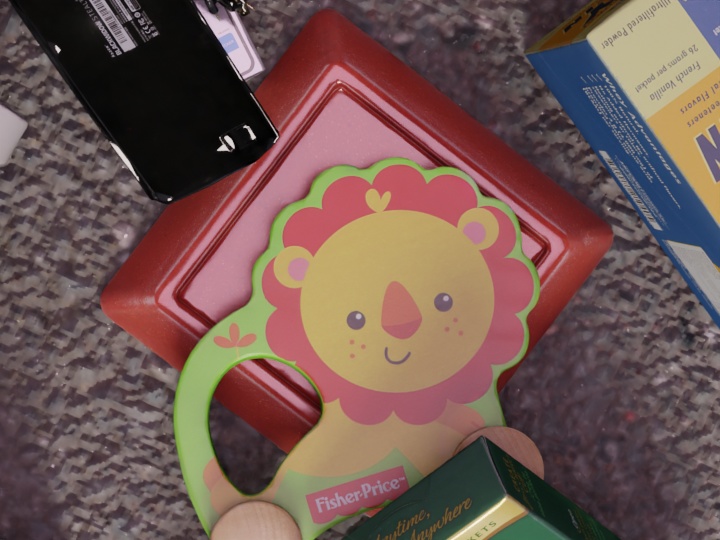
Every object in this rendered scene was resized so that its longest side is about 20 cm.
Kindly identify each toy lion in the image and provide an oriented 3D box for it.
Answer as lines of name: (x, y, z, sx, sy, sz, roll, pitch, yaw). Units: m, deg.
toy lion: (-0.002, 0.046, 1.284, 0.199, 0.069, 0.192, -18, 87, -3)

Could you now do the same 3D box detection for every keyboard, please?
keyboard: (-0.102, -0.130, 1.184, 0.104, 0.040, 0.200, -23, 119, 18)

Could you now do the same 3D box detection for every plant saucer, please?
plant saucer: (0.000, 0.000, 1.326, 0.199, 0.037, 0.200, 38, 90, -5)

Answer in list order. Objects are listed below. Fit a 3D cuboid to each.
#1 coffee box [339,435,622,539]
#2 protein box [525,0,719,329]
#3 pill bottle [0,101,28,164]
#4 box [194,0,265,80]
coffee box: (0.075, 0.169, 1.266, 0.123, 0.044, 0.200, -36, 134, 16)
protein box: (0.202, -0.070, 1.255, 0.135, 0.200, 0.199, -36, 95, -2)
pill bottle: (-0.255, -0.014, 1.264, 0.120, 0.120, 0.200, 32, 90, -5)
box: (-0.120, -0.174, 1.269, 0.060, 0.117, 0.200, -27, 93, -3)
